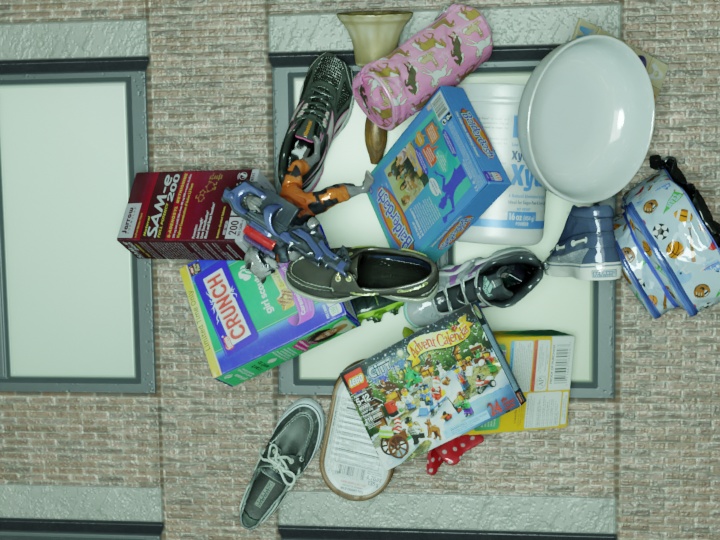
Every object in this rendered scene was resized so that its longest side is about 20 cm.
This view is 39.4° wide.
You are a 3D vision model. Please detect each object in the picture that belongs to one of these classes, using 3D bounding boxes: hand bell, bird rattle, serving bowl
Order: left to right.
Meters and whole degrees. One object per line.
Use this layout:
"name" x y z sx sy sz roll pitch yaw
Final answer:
"hand bell" 0.020 -0.244 1.359 0.102 0.104 0.203 1 107 6
"bird rattle" 0.071 0.181 1.359 0.161 0.112 0.203 -10 101 -31
"serving bowl" 0.269 -0.187 1.244 0.197 0.066 0.203 -6 103 -26

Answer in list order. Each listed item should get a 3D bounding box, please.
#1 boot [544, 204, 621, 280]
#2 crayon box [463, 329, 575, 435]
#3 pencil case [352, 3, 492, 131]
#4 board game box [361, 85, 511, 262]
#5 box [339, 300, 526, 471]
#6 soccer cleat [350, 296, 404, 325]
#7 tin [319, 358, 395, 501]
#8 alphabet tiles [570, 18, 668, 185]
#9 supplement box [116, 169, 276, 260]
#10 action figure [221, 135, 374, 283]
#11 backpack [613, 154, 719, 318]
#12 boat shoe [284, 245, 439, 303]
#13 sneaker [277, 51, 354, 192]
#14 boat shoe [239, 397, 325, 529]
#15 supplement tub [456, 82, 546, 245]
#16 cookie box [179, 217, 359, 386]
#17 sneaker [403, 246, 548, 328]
"boot" 0.283 -0.038 1.282 0.072 0.200 0.092 -3 92 -8
"crayon box" 0.189 0.146 1.330 0.197 0.051 0.128 1 96 -31
"pencil case" 0.081 -0.264 1.300 0.086 0.083 0.199 40 65 22
"board game box" 0.092 -0.112 1.292 0.200 0.045 0.154 -47 57 42
"box" 0.088 0.145 1.250 0.198 0.038 0.138 -30 83 20
"soccer cleat" -0.031 0.041 1.393 0.197 0.068 0.082 -12 81 8
"tin" 0.005 0.226 1.419 0.110 0.042 0.203 11 96 1
"alphabet tiles" 0.311 -0.200 1.305 0.165 0.008 0.203 17 93 -30
"supplement box" -0.221 -0.075 1.357 0.197 0.061 0.110 0 65 24
"action figure" -0.065 -0.056 1.264 0.199 0.105 0.194 40 76 21
"backpack" 0.398 -0.031 1.272 0.153 0.191 0.201 -38 91 8
"boat shoe" 0.000 0.000 1.265 0.198 0.061 0.073 2 68 4
"sneaker" -0.061 -0.195 1.361 0.079 0.086 0.203 15 95 3
"boat shoe" -0.116 0.275 1.420 0.073 0.068 0.201 35 98 2
"supplement tub" 0.182 -0.138 1.317 0.130 0.132 0.203 3 97 6
"cookie box" -0.125 0.036 1.353 0.198 0.075 0.173 -26 67 8
"sneaker" 0.152 0.022 1.314 0.198 0.140 0.079 -26 94 -2
